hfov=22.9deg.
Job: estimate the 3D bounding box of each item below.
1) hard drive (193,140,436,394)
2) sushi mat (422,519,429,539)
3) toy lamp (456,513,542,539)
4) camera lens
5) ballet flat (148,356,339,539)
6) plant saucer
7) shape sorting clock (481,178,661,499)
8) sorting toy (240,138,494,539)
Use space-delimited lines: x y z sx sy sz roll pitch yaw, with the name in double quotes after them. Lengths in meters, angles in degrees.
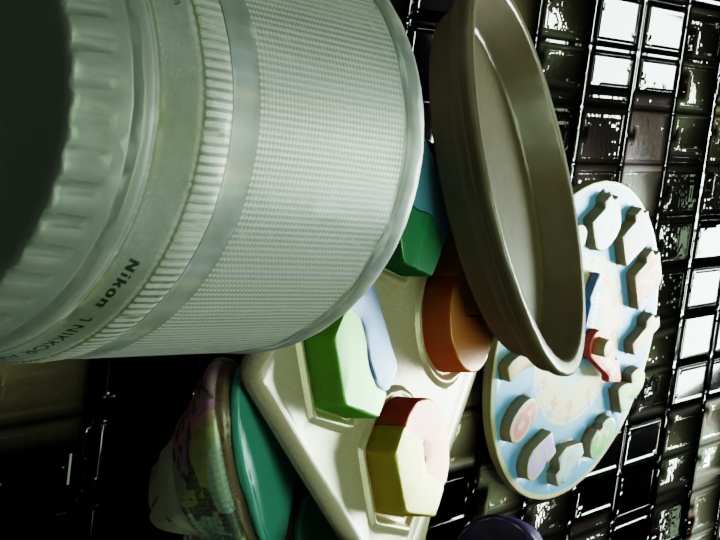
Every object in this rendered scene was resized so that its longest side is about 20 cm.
0.000 0.000 0.871 0.199 0.038 0.141 9 93 -57 "hard drive"
0.004 0.189 0.963 0.095 0.012 0.202 10 93 -59 "sushi mat"
0.059 0.170 0.985 0.200 0.058 0.059 3 98 -68 "toy lamp"
-0.084 -0.051 0.605 0.199 0.159 0.162 2 99 -58 "camera lens"
-0.051 0.106 0.793 0.200 0.070 0.070 60 34 -52 "ballet flat"
0.074 -0.045 0.886 0.200 0.029 0.202 -13 90 -72 "plant saucer"
0.135 0.044 1.098 0.199 0.039 0.202 -25 121 -52 "shape sorting clock"
0.017 0.030 0.810 0.201 0.036 0.186 67 34 -43 "sorting toy"
